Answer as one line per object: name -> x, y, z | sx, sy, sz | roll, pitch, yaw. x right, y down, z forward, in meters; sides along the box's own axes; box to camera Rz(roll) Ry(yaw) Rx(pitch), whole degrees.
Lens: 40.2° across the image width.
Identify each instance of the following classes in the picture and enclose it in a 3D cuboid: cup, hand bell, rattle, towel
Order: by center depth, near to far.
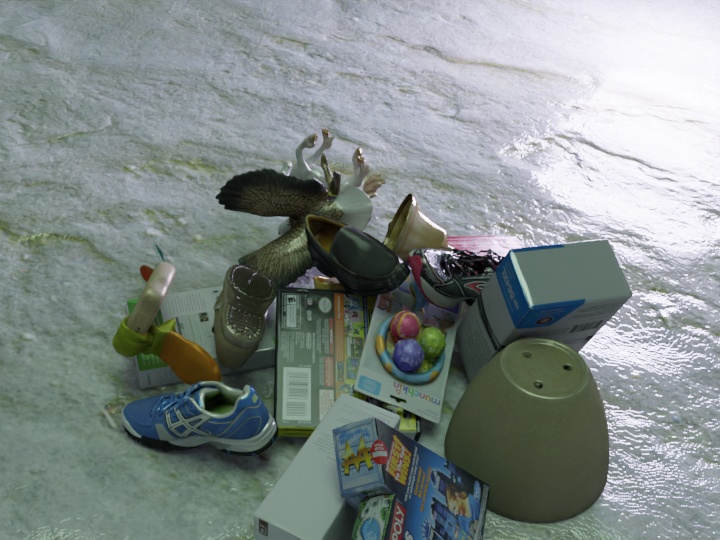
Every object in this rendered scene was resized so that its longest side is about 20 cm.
cup -> 0.203, 0.165, 1.143 | 0.196, 0.145, 0.202 | 3, 38, -2
rattle -> -0.231, 0.053, 1.256 | 0.140, 0.133, 0.200 | 12, 11, -6
hand bell -> 0.135, -0.017, 1.351 | 0.197, 0.105, 0.105 | 24, 36, -9
towel -> 0.212, 0.013, 1.419 | 0.142, 0.023, 0.201 | -1, 36, -26

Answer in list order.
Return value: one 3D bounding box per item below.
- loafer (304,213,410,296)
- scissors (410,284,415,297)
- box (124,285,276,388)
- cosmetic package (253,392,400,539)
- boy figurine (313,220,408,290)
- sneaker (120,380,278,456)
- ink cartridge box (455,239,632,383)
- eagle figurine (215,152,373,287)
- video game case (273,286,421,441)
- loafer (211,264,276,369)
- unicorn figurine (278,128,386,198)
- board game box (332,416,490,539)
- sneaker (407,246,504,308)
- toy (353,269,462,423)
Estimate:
loafer -> -0.013, -0.022, 1.275 | 0.073, 0.073, 0.199 | -44, 34, -21
scissors -> 0.129, 0.029, 1.368 | 0.197, 0.014, 0.073 | 9, 25, -29
box -> -0.204, 0.081, 1.304 | 0.196, 0.037, 0.145 | -7, 39, -16
cosmetic package -> -0.034, 0.242, 1.049 | 0.080, 0.114, 0.201 | 17, 41, 18
boy figurine -> 0.000, 0.000, 1.396 | 0.123, 0.065, 0.199 | 22, 41, 40
sneaker -> -0.193, 0.162, 1.150 | 0.196, 0.078, 0.076 | -2, 36, 18
ink cartridge box -> 0.219, 0.055, 1.220 | 0.143, 0.201, 0.085 | -6, 61, -22
eagle figurine -> -0.095, -0.072, 1.442 | 0.198, 0.152, 0.152 | -19, 55, -43
video game case -> -0.018, 0.114, 1.230 | 0.177, 0.026, 0.203 | 3, 55, -7
loafer -> -0.156, 0.057, 1.256 | 0.075, 0.069, 0.201 | 28, 21, -9
unicorn figurine -> -0.067, -0.151, 1.557 | 0.199, 0.139, 0.074 | 38, 30, 17
board game box -> 0.041, 0.251, 0.980 | 0.061, 0.200, 0.202 | -23, 34, 35
sneaker -> 0.139, 0.001, 1.255 | 0.198, 0.075, 0.082 | 10, 52, -41
toy -> 0.070, 0.076, 1.225 | 0.113, 0.047, 0.202 | 22, 49, -8
